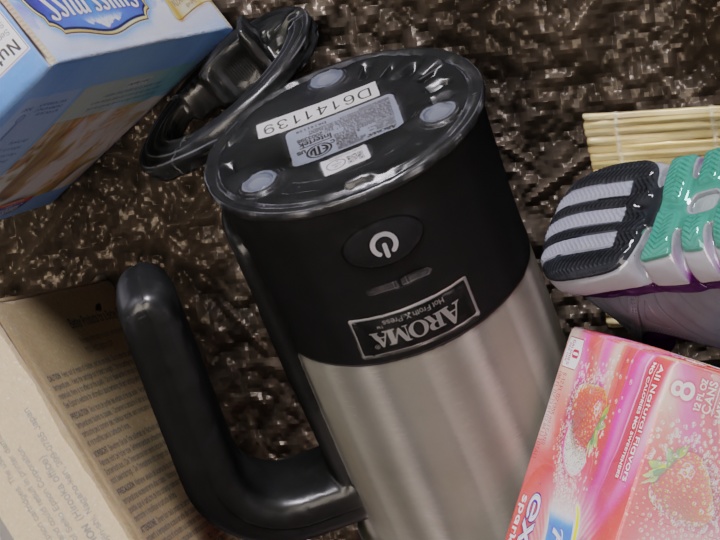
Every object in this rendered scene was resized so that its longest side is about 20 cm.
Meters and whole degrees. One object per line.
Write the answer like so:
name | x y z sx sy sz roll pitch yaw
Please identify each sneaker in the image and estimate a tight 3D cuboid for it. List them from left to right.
sneaker | 0.168 -0.008 0.955 0.200 0.075 0.088 -5 143 46

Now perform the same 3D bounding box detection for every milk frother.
milk frother | 0.000 0.000 1.067 0.180 0.200 0.189 -12 121 17

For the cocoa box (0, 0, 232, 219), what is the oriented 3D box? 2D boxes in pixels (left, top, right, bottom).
cocoa box | -0.169 -0.102 1.062 0.133 0.200 0.131 -41 85 20

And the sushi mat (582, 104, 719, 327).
sushi mat | 0.193 -0.025 1.048 0.199 0.012 0.096 -2 99 20

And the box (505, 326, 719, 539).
box | 0.111 0.134 0.967 0.094 0.103 0.201 17 91 -19

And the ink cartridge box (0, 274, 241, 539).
ink cartridge box | -0.117 0.093 1.074 0.075 0.200 0.165 -33 87 9
